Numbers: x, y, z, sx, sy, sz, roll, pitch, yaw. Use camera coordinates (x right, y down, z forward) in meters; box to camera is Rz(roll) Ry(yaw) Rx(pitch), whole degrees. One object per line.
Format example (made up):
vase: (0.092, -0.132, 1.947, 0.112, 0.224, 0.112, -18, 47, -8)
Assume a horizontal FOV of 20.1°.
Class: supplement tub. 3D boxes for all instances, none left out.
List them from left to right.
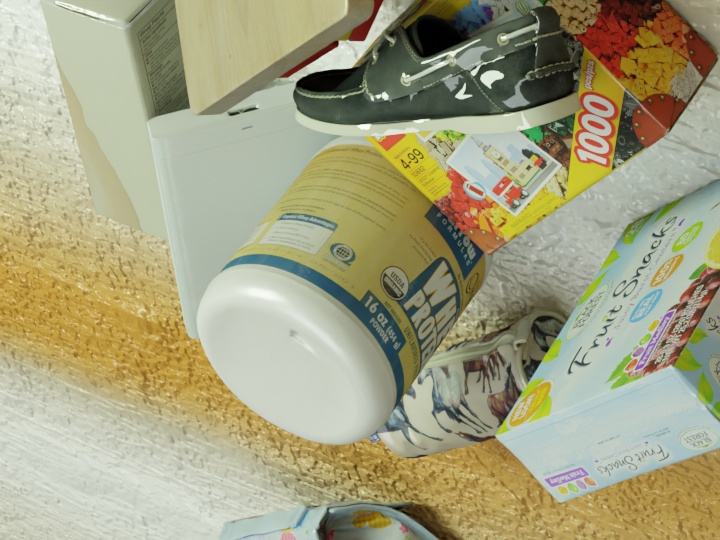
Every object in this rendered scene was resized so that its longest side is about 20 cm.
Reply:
supplement tub: (0.000, 0.000, 1.345, 0.144, 0.200, 0.145, 24, 144, 19)

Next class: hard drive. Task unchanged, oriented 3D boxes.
hard drive: (-0.073, -0.042, 1.443, 0.201, 0.131, 0.026, 84, 167, -46)

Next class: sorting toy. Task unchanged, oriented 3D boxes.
sorting toy: (-0.041, -0.214, 1.185, 0.198, 0.069, 0.202, -23, 73, 58)

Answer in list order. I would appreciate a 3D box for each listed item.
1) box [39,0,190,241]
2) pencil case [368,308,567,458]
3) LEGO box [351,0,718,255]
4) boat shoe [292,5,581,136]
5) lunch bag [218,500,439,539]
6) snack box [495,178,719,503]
box: (-0.151, -0.129, 1.429, 0.077, 0.095, 0.201, 20, 140, 26)
pencil case: (0.082, 0.083, 1.472, 0.089, 0.078, 0.200, 31, 151, -26)
LEGO box: (0.095, -0.117, 1.236, 0.149, 0.077, 0.200, 43, 145, -7)
boat shoe: (0.038, -0.116, 1.171, 0.199, 0.072, 0.068, 0, 112, 43)
lunch bag: (-0.006, 0.264, 1.719, 0.200, 0.128, 0.169, 39, 149, -18)
snack box: (0.191, 0.031, 1.211, 0.068, 0.200, 0.168, 46, 145, -11)
